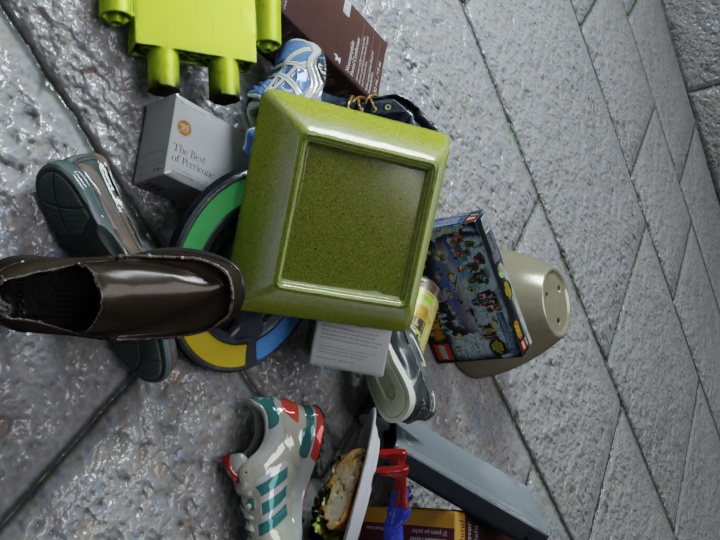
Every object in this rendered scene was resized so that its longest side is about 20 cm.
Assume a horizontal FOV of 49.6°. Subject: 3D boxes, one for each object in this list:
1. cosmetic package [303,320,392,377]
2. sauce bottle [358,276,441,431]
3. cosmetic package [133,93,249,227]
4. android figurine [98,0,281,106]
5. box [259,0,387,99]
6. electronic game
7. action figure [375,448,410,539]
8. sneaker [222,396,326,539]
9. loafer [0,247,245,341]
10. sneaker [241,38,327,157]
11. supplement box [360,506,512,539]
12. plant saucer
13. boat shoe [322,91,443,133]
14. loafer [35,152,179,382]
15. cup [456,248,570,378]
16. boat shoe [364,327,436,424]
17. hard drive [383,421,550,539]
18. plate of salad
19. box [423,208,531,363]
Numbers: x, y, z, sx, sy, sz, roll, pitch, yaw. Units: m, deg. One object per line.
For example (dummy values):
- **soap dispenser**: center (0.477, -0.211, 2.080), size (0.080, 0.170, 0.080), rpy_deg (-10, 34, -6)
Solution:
- **cosmetic package**: center (0.000, 0.000, 0.830), size (0.083, 0.108, 0.204), rpy_deg (10, 90, -7)
- **sauce bottle**: center (0.048, 0.101, 0.969), size (0.065, 0.064, 0.202), rpy_deg (47, 49, -37)
- **cosmetic package**: center (-0.129, -0.094, 0.786), size (0.199, 0.050, 0.084), rpy_deg (24, 63, -49)
- **android figurine**: center (-0.161, -0.265, 0.751), size (0.179, 0.041, 0.204), rpy_deg (3, 82, -29)
- **box**: center (-0.055, -0.278, 0.907), size (0.199, 0.074, 0.102), rpy_deg (34, 57, -43)
- **electronic game**: center (-0.108, 0.001, 0.752), size (0.199, 0.041, 0.203), rpy_deg (-24, 122, -44)
- **action figure**: center (0.010, 0.294, 0.815), size (0.065, 0.097, 0.204), rpy_deg (-77, 162, -79)
- **sneaker**: center (-0.099, 0.220, 0.759), size (0.092, 0.070, 0.203), rpy_deg (22, 69, -24)
- **loafer**: center (-0.184, 0.025, 0.586), size (0.196, 0.071, 0.074), rpy_deg (-3, 98, -13)
- **sneaker**: center (-0.078, -0.176, 0.787), size (0.076, 0.076, 0.202), rpy_deg (10, 42, -16)
- **supplement box**: center (0.105, 0.389, 0.926), size (0.199, 0.131, 0.201), rpy_deg (23, 65, -49)
- **plant saucer**: center (-0.011, -0.046, 0.720), size (0.197, 0.048, 0.203), rpy_deg (9, 97, -23)
- **boat shoe**: center (0.002, -0.176, 0.886), size (0.199, 0.091, 0.071), rpy_deg (36, 29, -7)
- **loafer**: center (-0.198, -0.005, 0.661), size (0.063, 0.071, 0.202), rpy_deg (-44, 115, -54)
- **cup**: center (0.227, 0.054, 1.156), size (0.199, 0.142, 0.204), rpy_deg (17, 69, -50)
- **boat shoe**: center (0.033, 0.083, 0.913), size (0.067, 0.072, 0.202), rpy_deg (7, 52, -40)
- **hard drive**: center (0.117, 0.242, 0.913), size (0.033, 0.198, 0.140), rpy_deg (-60, -179, 6)
- **plate of salad**: center (-0.023, 0.235, 0.789), size (0.200, 0.047, 0.203), rpy_deg (-163, -91, -89)
- **box**: center (0.133, 0.027, 1.040), size (0.040, 0.135, 0.202), rpy_deg (-44, 116, -48)
